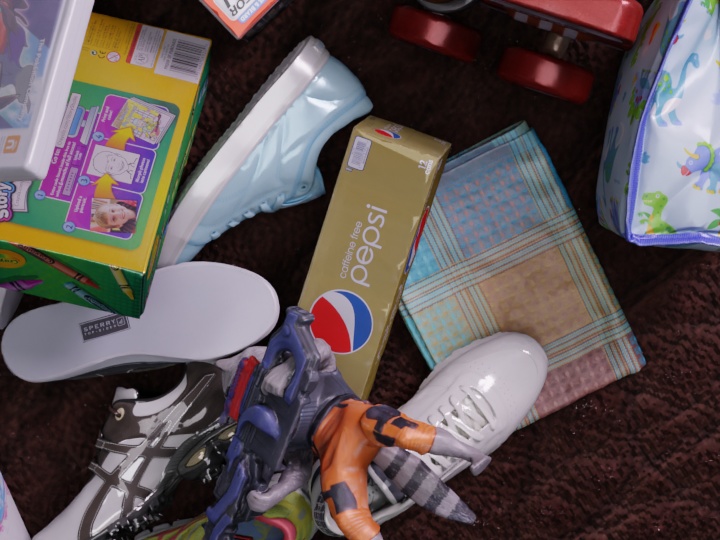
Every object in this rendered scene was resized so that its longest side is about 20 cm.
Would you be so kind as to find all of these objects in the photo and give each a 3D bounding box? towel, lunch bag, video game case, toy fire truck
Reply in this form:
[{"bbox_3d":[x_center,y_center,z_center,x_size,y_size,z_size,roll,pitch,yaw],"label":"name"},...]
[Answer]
[{"bbox_3d":[0.100,0.011,1.193,0.146,0.022,0.201,-27,96,4],"label":"towel"},{"bbox_3d":[0.228,-0.116,1.105,0.127,0.170,0.201,4,94,0],"label":"lunch bag"},{"bbox_3d":[-0.250,-0.149,1.065,0.181,0.023,0.201,0,68,31],"label":"video game case"},{"bbox_3d":[0.091,-0.188,1.090,0.199,0.168,0.113,21,96,10],"label":"toy fire truck"}]

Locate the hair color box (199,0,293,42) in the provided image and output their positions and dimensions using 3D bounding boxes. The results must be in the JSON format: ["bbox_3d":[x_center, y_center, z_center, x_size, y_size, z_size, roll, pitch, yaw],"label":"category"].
[{"bbox_3d":[-0.127,-0.246,1.120,0.064,0.111,0.200,-43,95,4],"label":"hair color box"}]

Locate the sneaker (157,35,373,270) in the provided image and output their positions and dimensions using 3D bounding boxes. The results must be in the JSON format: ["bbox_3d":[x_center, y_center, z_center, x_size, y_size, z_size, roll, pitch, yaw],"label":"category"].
[{"bbox_3d":[-0.068,-0.062,1.160,0.082,0.074,0.200,39,101,-10],"label":"sneaker"}]

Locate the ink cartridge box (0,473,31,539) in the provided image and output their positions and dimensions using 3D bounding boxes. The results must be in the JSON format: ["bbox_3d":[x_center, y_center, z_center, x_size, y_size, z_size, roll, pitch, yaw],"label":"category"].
[{"bbox_3d":[-0.317,0.198,1.181,0.147,0.086,0.201,-22,94,3],"label":"ink cartridge box"}]

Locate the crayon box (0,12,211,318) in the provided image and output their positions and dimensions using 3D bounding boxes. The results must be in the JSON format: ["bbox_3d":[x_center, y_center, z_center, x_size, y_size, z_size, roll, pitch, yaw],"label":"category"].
[{"bbox_3d":[-0.179,-0.077,1.110,0.118,0.058,0.201,13,58,-1],"label":"crayon box"}]

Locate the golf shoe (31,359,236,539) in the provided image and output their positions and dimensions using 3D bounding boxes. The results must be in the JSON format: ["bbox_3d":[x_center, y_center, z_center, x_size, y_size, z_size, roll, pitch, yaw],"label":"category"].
[{"bbox_3d":[-0.164,0.135,1.187,0.200,0.078,0.095,-35,84,-3],"label":"golf shoe"}]

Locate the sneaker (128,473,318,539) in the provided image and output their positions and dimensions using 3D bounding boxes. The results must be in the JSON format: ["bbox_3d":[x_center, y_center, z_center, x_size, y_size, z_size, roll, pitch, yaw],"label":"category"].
[{"bbox_3d":[-0.120,0.214,1.180,0.200,0.090,0.078,-36,95,4],"label":"sneaker"}]

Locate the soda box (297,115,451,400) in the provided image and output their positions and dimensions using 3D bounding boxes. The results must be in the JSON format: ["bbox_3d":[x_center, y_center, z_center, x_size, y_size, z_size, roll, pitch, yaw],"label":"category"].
[{"bbox_3d":[0.000,0.000,1.151,0.064,0.068,0.201,20,105,5],"label":"soda box"}]

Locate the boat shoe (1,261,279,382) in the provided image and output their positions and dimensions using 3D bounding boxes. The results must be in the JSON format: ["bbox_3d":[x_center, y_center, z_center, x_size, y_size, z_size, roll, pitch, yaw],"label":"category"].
[{"bbox_3d":[-0.151,0.038,1.166,0.199,0.057,0.069,-10,83,8],"label":"boat shoe"}]

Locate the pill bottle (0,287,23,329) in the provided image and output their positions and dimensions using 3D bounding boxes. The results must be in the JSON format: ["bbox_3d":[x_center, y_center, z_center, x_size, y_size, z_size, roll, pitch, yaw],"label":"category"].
[{"bbox_3d":[-0.326,-0.031,1.142,0.199,0.112,0.113,19,96,-2],"label":"pill bottle"}]

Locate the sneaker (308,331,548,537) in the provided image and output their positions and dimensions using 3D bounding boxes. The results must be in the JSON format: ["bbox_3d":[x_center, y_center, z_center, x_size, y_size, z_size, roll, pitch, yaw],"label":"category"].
[{"bbox_3d":[0.052,0.119,1.157,0.200,0.081,0.076,-39,92,0],"label":"sneaker"}]

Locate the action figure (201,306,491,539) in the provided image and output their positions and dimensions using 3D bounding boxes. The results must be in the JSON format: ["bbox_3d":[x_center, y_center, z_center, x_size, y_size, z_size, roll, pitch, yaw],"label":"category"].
[{"bbox_3d":[-0.027,0.128,1.098,0.193,0.104,0.201,41,118,24],"label":"action figure"}]
